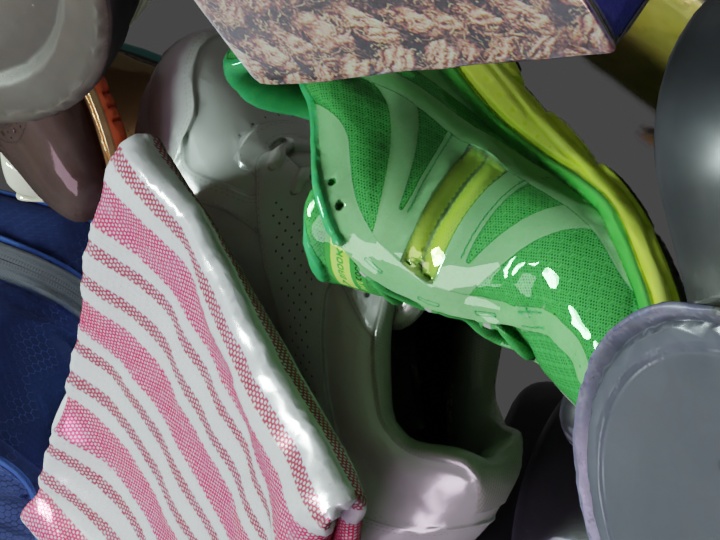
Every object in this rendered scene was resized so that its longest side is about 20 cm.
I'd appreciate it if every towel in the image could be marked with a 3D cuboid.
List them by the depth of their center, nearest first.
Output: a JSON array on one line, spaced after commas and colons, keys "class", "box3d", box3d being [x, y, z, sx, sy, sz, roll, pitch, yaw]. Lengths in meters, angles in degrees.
[{"class": "towel", "box3d": [-0.056, 0.073, 0.890, 0.146, 0.030, 0.200, 57, 150, 29]}]

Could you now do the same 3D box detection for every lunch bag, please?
[{"class": "lunch bag", "box3d": [-0.163, 0.053, 1.123, 0.136, 0.132, 0.200, 16, 148, 4]}]

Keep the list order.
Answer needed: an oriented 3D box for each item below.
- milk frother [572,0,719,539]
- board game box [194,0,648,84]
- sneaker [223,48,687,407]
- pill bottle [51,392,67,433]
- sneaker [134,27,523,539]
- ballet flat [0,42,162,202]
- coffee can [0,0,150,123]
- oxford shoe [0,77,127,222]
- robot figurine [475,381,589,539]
[{"class": "milk frother", "box3d": [0.125, 0.016, 0.690, 0.181, 0.188, 0.200, 63, 149, 7]}, {"class": "board game box", "box3d": [0.020, -0.161, 0.528, 0.097, 0.200, 0.159, -1, 134, 48]}, {"class": "sneaker", "box3d": [0.031, -0.009, 0.802, 0.200, 0.084, 0.074, 52, 176, 31]}, {"class": "pill bottle", "box3d": [-0.006, 0.082, 1.012, 0.200, 0.112, 0.112, 35, 152, 5]}, {"class": "sneaker", "box3d": [0.000, 0.000, 0.881, 0.099, 0.078, 0.200, -42, 67, 43]}, {"class": "ballet flat", "box3d": [-0.122, -0.057, 0.980, 0.200, 0.063, 0.069, 26, 151, 16]}, {"class": "coffee can", "box3d": [-0.063, -0.153, 0.627, 0.146, 0.200, 0.146, 26, 150, 16]}, {"class": "oxford shoe", "box3d": [-0.150, -0.083, 0.909, 0.200, 0.073, 0.071, 48, 153, 11]}, {"class": "robot figurine", "box3d": [0.128, 0.086, 0.868, 0.200, 0.150, 0.125, 8, 102, 41]}]
